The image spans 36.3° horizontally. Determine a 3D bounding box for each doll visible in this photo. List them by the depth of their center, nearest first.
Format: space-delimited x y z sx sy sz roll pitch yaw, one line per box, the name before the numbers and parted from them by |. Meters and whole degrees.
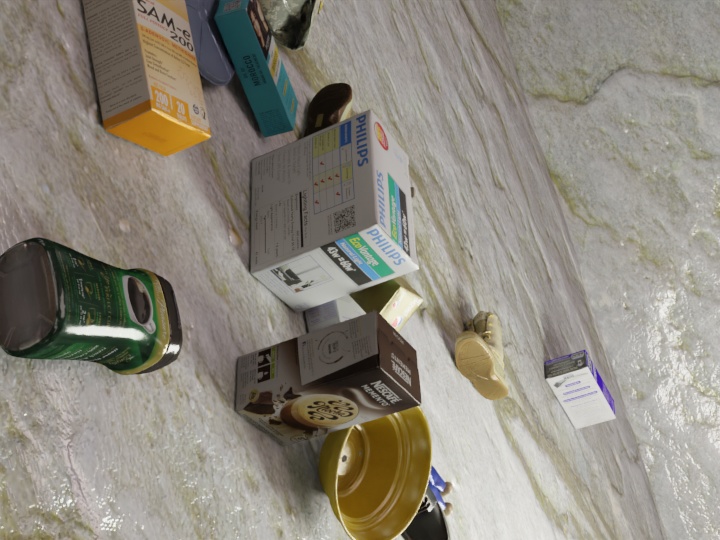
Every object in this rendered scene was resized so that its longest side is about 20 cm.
doll | 0.083 0.304 1.681 0.201 0.048 0.137 55 26 -36

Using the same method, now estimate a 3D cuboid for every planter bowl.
planter bowl | 0.004 0.254 1.449 0.199 0.083 0.203 -9 102 -48

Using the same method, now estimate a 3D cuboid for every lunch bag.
lunch bag | -0.115 -0.473 1.755 0.165 0.116 0.201 -79 149 -51

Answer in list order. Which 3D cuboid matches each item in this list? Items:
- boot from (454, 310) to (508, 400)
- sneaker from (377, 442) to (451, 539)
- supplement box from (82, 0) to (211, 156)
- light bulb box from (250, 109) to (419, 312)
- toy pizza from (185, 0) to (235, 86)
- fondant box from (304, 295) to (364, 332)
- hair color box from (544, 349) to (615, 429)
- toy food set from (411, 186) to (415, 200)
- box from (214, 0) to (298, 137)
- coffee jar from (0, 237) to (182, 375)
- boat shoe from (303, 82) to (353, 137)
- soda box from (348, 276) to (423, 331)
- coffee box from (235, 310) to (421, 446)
boot | 0.232 0.138 2.130 0.200 0.072 0.157 52 30 -43
sneaker | 0.068 0.329 1.558 0.201 0.074 0.106 61 -1 1
supplement box | -0.254 -0.252 1.303 0.126 0.073 0.202 18 55 -64
light bulb box | -0.038 -0.079 1.505 0.125 0.198 0.200 43 35 -48
toy pizza | -0.226 -0.345 1.492 0.200 0.031 0.203 -16 90 -72
fondant box | -0.012 0.130 1.587 0.144 0.058 0.202 22 52 -62
hair color box | 0.535 0.291 2.672 0.201 0.108 0.065 55 27 -35
toy food set | -0.020 -0.137 1.668 0.200 0.142 0.061 36 40 -54
box | -0.146 -0.299 1.571 0.083 0.049 0.201 -87 161 -51
coffee jar | -0.255 0.040 1.052 0.200 0.085 0.105 23 48 -60
boat shoe | -0.051 -0.227 1.787 0.201 0.071 0.077 -71 152 -46
soda box | 0.000 0.000 1.576 0.068 0.064 0.200 28 13 -50
coffee box | -0.039 0.134 1.333 0.113 0.198 0.081 45 33 -46
